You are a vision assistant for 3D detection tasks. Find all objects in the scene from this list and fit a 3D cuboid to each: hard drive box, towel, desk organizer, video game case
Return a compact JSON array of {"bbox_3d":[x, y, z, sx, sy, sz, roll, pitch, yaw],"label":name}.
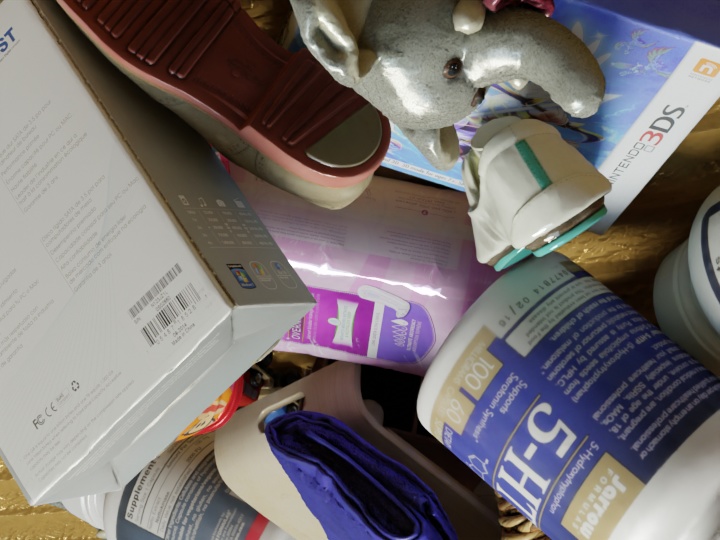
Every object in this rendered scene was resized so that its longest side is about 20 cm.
[{"bbox_3d":[-0.141,-0.014,0.971,0.156,0.200,0.077,-42,161,24],"label":"hard drive box"},{"bbox_3d":[0.030,0.173,1.183,0.148,0.049,0.200,36,160,46],"label":"towel"},{"bbox_3d":[0.060,0.104,1.308,0.199,0.072,0.077,15,149,-6],"label":"desk organizer"},{"bbox_3d":[0.064,-0.101,0.967,0.199,0.046,0.181,17,150,-9],"label":"video game case"}]

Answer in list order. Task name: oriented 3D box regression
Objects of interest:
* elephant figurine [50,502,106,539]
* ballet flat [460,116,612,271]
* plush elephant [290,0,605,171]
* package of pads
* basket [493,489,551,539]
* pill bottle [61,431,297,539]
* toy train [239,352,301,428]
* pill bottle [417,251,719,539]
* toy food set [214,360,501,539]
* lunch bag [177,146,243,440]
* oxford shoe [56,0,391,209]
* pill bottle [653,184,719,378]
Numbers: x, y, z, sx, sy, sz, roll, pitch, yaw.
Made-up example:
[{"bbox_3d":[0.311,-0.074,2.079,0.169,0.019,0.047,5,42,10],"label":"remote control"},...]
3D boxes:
[{"bbox_3d":[-0.137,0.213,1.543,0.199,0.156,0.141,5,-165,34],"label":"elephant figurine"},{"bbox_3d":[0.077,-0.042,0.937,0.069,0.070,0.200,11,179,0],"label":"ballet flat"},{"bbox_3d":[0.048,-0.123,0.796,0.199,0.156,0.165,5,175,27],"label":"plush elephant"},{"bbox_3d":[0.000,0.000,1.139,0.199,0.076,0.121,11,148,1],"label":"package of pads"},{"bbox_3d":[0.186,0.121,1.168,0.142,0.150,0.200,-3,167,-46],"label":"basket"},{"bbox_3d":[-0.109,0.167,1.389,0.199,0.120,0.120,21,159,31],"label":"pill bottle"},{"bbox_3d":[-0.081,0.065,1.312,0.034,0.046,0.200,-7,146,30],"label":"toy train"},{"bbox_3d":[0.138,0.094,1.023,0.200,0.120,0.120,40,159,21],"label":"pill bottle"},{"bbox_3d":[0.021,0.136,1.262,0.200,0.061,0.143,39,138,-23],"label":"toy food set"},{"bbox_3d":[-0.155,-0.003,1.065,0.175,0.201,0.082,-4,180,25],"label":"lunch bag"},{"bbox_3d":[-0.078,-0.094,0.955,0.200,0.070,0.075,40,156,7],"label":"oxford shoe"},{"bbox_3d":[0.234,-0.014,0.991,0.111,0.111,0.200,22,150,-18],"label":"pill bottle"}]
